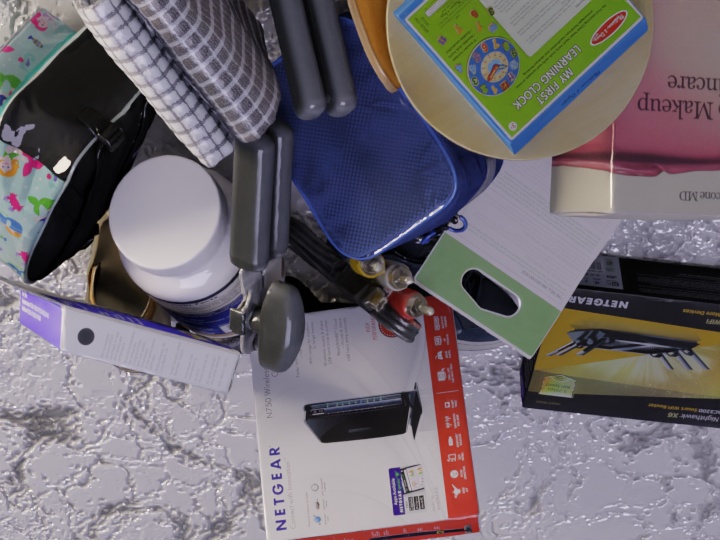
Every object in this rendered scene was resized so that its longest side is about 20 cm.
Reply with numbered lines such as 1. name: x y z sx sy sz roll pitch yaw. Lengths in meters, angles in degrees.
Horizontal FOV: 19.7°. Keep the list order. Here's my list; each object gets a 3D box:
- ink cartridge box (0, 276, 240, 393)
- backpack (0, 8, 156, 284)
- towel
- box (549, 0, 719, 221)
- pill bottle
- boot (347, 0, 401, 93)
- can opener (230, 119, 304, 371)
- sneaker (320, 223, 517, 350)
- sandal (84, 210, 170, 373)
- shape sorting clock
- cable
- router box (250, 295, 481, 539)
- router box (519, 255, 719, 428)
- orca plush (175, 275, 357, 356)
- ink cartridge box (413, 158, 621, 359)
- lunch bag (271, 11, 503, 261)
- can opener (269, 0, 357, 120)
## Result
1. ink cartridge box: -0.220 0.049 1.721 0.198 0.198 0.044 19 88 -19
2. backpack: -0.254 -0.096 1.672 0.150 0.178 0.201 29 138 6
3. towel: -0.135 -0.194 1.567 0.085 0.201 0.166 -33 119 14
4. box: 0.226 -0.140 1.598 0.127 0.109 0.202 1 91 -21
5. pill bottle: -0.137 -0.021 1.727 0.115 0.117 0.200 -10 163 8
6. boot: 0.057 -0.244 1.538 0.143 0.203 0.071 -15 165 11
7. can opener: -0.069 -0.020 1.627 0.066 0.053 0.202 15 121 27
8. sneaker: 0.078 -0.006 1.802 0.201 0.077 0.146 23 145 -19
9. sandal: -0.210 0.022 1.858 0.079 0.054 0.201 3 132 -4
10. shape sorting clock: 0.116 -0.181 1.509 0.198 0.039 0.202 0 88 -5
11. cable: 0.000 0.000 1.745 0.050 0.200 0.097 -47 120 -3
12. router box: 0.002 0.131 1.745 0.178 0.202 0.049 -8 156 2
13. router box: 0.258 0.065 1.904 0.198 0.052 0.158 6 132 -6
14. orca plush: -0.072 0.041 1.890 0.198 0.072 0.105 -2 177 7
15. ink cartridge box: 0.141 -0.047 1.744 0.145 0.048 0.201 32 94 -27
16. lunch bag: 0.022 -0.111 1.657 0.135 0.132 0.201 -31 92 30
17. can opener: -0.049 -0.208 1.576 0.052 0.202 0.066 -9 164 -24
